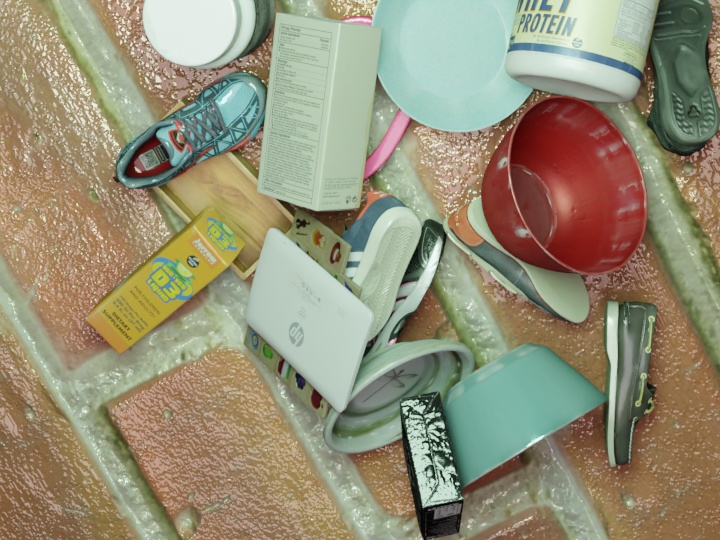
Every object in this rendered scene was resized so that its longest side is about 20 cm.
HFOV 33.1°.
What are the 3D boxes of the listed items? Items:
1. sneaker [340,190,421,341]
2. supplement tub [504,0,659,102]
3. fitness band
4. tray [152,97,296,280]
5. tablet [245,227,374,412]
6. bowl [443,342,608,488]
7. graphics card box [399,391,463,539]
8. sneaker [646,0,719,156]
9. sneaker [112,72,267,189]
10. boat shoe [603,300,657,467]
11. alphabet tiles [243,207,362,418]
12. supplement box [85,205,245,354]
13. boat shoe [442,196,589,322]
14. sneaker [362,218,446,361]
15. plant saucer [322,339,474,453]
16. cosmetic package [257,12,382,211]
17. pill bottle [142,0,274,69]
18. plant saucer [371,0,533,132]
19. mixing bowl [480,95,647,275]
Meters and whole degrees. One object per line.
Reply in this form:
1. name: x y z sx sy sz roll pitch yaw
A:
1. sneaker: 0.000 0.000 1.370 0.075 0.085 0.200 10 119 -37
2. supplement tub: 0.241 -0.289 1.275 0.145 0.145 0.201 12 92 2
3. fitness band: -0.013 -0.191 1.388 0.143 0.037 0.200 29 104 -2
4. tray: -0.171 -0.095 1.427 0.099 0.037 0.200 -42 98 13
5. tablet: -0.062 0.053 1.355 0.200 0.014 0.130 40 123 40
6. bowl: 0.173 0.156 1.394 0.201 0.201 0.105 -34 78 12
7. graphics card box: 0.080 0.226 1.383 0.051 0.200 0.126 -11 67 0
8. sneaker: 0.347 -0.218 1.334 0.076 0.114 0.200 -5 76 1
9. sneaker: -0.187 -0.145 1.348 0.200 0.096 0.079 -34 99 12
10. boat shoe: 0.316 0.135 1.421 0.060 0.072 0.202 -1 103 7
11. alphabet tiles: -0.066 0.039 1.374 0.167 0.008 0.200 38 121 41
12. supplement box: -0.229 0.013 1.423 0.200 0.069 0.067 -38 100 24
13. boat shoe: 0.182 -0.007 1.403 0.200 0.071 0.063 40 143 -16
14. sneaker: 0.027 0.024 1.417 0.086 0.080 0.200 29 104 -1
15. plant saucer: 0.037 0.135 1.411 0.200 0.200 0.050 -41 60 13
16. cosmetic package: -0.046 -0.173 1.322 0.103 0.073 0.201 20 108 40
17. pill bottle: -0.161 -0.275 1.295 0.114 0.200 0.114 1 104 5
18. plant saucer: 0.106 -0.254 1.345 0.200 0.039 0.202 -1 96 -11
19. mixing bowl: 0.206 -0.081 1.336 0.200 0.200 0.108 56 145 -9
